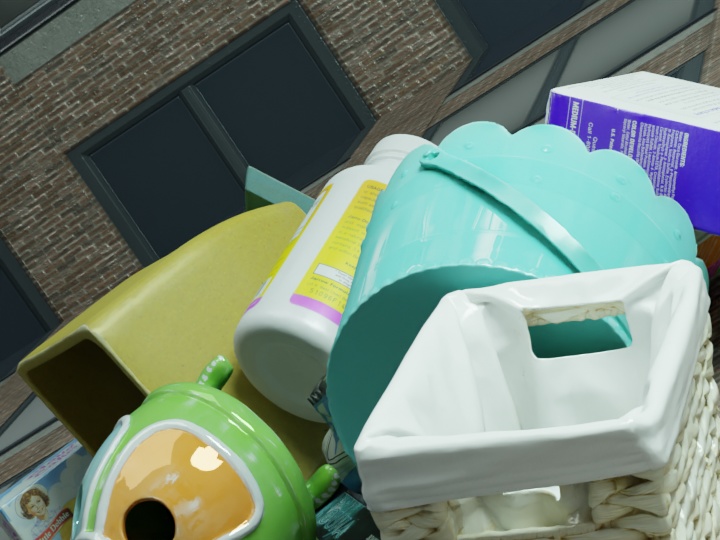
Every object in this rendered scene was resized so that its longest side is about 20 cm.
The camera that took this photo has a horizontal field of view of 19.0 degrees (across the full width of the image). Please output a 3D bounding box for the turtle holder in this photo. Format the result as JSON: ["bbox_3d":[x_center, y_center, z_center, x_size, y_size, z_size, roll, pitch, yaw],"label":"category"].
[{"bbox_3d":[-0.111,0.149,1.258,0.132,0.141,0.185,-42,12,-34],"label":"turtle holder"}]

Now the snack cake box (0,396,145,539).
[{"bbox_3d":[-0.171,0.166,1.650,0.200,0.115,0.067,-38,8,-17],"label":"snack cake box"}]

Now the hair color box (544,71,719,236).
[{"bbox_3d":[0.213,-0.059,1.203,0.199,0.065,0.109,16,19,35],"label":"hair color box"}]

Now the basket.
[{"bbox_3d":[0.091,0.090,0.970,0.135,0.124,0.200,-8,17,18],"label":"basket"}]

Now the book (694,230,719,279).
[{"bbox_3d":[0.168,0.012,1.331,0.200,0.048,0.134,-37,-20,-17],"label":"book"}]

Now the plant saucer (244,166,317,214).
[{"bbox_3d":[-0.002,-0.011,1.591,0.019,0.199,0.070,-57,-14,-27],"label":"plant saucer"}]

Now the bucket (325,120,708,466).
[{"bbox_3d":[0.083,0.037,1.154,0.206,0.208,0.135,-29,20,30],"label":"bucket"}]

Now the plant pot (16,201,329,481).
[{"bbox_3d":[-0.094,0.062,1.555,0.200,0.194,0.195,-45,9,-24],"label":"plant pot"}]

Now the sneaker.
[{"bbox_3d":[0.012,0.089,1.318,0.072,0.072,0.200,-49,-16,-15],"label":"sneaker"}]

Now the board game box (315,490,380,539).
[{"bbox_3d":[-0.035,0.194,1.285,0.135,0.028,0.200,-36,8,-8],"label":"board game box"}]

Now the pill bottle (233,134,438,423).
[{"bbox_3d":[0.000,0.000,1.468,0.104,0.104,0.201,-24,28,50],"label":"pill bottle"}]
